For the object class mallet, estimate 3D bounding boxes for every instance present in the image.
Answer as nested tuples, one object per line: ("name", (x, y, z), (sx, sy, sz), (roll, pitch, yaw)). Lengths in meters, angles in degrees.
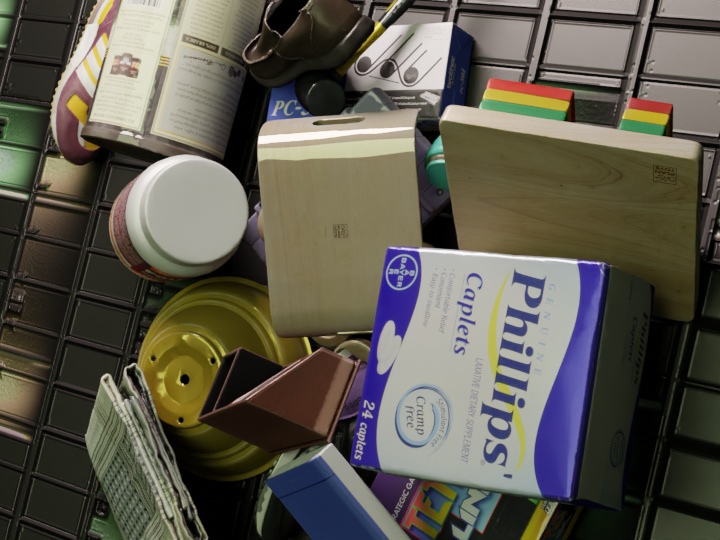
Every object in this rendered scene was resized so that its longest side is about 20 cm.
("mallet", (0.017, -0.218, 1.360), (0.200, 0.041, 0.066), (-44, 22, 11))

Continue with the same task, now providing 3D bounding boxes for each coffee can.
("coffee can", (-0.185, -0.210, 1.490), (0.146, 0.146, 0.201), (14, 87, 35))

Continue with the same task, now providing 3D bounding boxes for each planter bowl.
("planter bowl", (-0.150, 0.104, 1.414), (0.200, 0.083, 0.201), (-1, 87, 24))

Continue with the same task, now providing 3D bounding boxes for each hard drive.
("hard drive", (0.011, 0.235, 1.214), (0.200, 0.025, 0.132), (51, 153, -2))

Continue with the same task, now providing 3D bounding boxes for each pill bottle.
("pill bottle", (-0.173, -0.048, 1.409), (0.200, 0.114, 0.115), (171, 110, -74))

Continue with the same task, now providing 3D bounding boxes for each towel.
("towel", (-0.214, 0.207, 1.416), (0.193, 0.034, 0.200), (65, 151, 19))

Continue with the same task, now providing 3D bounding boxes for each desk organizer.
("desk organizer", (-0.074, 0.105, 1.255), (0.072, 0.077, 0.200), (-69, 12, -16))

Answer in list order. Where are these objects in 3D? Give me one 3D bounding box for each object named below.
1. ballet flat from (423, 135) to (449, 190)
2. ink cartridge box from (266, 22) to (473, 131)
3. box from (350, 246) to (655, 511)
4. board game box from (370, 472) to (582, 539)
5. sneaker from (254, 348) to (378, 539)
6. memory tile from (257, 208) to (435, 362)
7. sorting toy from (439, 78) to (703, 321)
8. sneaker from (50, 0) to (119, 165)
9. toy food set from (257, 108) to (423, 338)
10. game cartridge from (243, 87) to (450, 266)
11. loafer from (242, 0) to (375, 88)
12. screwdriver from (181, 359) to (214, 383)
("ballet flat", (0.155, -0.094, 1.283), (0.199, 0.067, 0.071), (12, 56, 18))
("ink cartridge box", (0.007, -0.183, 1.418), (0.199, 0.044, 0.094), (2, 79, 34))
("box", (0.112, 0.083, 1.165), (0.199, 0.105, 0.185), (4, 79, 32))
("board game box", (0.100, 0.184, 1.245), (0.165, 0.057, 0.200), (29, 96, 33))
("sneaker", (-0.027, 0.178, 1.348), (0.087, 0.076, 0.200), (30, 108, 14))
("memory tile", (0.000, 0.000, 1.357), (0.153, 0.017, 0.200), (-30, 87, 24))
("sorting toy", (0.178, -0.061, 1.188), (0.199, 0.199, 0.070), (11, 54, 19))
("sneaker", (-0.266, -0.205, 1.585), (0.090, 0.075, 0.201), (18, 91, 40))
("toy food set", (-0.011, -0.039, 1.323), (0.143, 0.060, 0.201), (-3, 99, 12))
("game cartridge", (-0.013, -0.059, 1.379), (0.130, 0.038, 0.200), (47, 113, 5))
("loafer", (-0.058, -0.224, 1.362), (0.073, 0.071, 0.200), (-51, 21, -22))
("screwdriver", (-0.197, 0.127, 1.494), (0.200, 0.028, 0.029), (-49, 18, 12))
